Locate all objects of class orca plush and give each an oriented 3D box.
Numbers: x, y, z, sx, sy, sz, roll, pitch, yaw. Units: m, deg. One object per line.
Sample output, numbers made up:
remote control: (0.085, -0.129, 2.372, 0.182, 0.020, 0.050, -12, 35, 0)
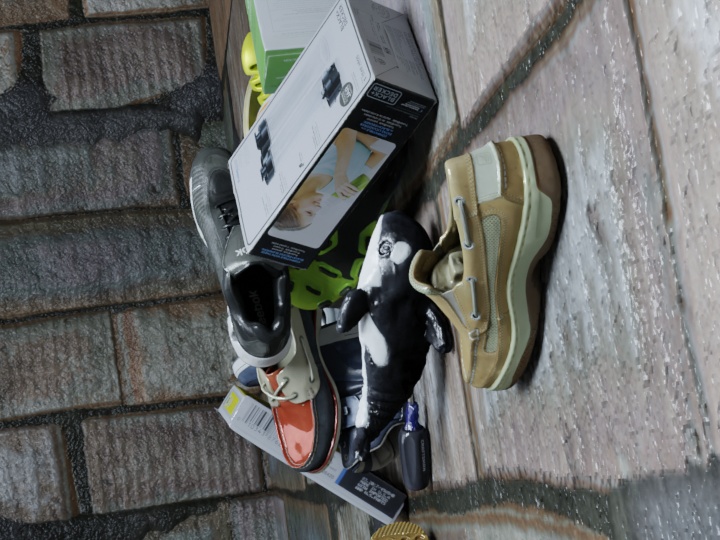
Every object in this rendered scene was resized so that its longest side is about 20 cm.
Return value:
orca plush: (0.034, 0.058, 1.018, 0.071, 0.105, 0.200, 18, 93, 38)

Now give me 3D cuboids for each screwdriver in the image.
screwdriver: (0.047, 0.103, 1.135, 0.028, 0.029, 0.200, -122, 30, -70)

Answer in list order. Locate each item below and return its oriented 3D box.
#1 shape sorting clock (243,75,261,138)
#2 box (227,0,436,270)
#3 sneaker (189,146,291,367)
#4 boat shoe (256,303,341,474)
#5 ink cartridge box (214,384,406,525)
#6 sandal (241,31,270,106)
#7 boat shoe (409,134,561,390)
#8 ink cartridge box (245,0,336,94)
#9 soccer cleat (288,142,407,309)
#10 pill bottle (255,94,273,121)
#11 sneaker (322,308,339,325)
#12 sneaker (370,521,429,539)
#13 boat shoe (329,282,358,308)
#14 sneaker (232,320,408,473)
shape sorting clock: (-0.088, -0.143, 1.486, 0.200, 0.039, 0.200, -10, -90, -69)
box: (-0.029, -0.110, 1.038, 0.200, 0.060, 0.117, -51, 38, 33)
sneaker: (-0.097, -0.019, 1.102, 0.091, 0.066, 0.200, 134, 122, -73)
boat shoe: (-0.066, 0.088, 1.178, 0.063, 0.071, 0.200, 5, -103, -56)
ink cartridge box: (-0.058, 0.190, 1.370, 0.047, 0.198, 0.200, -59, 9, -3)
sandal: (-0.058, -0.173, 1.404, 0.080, 0.087, 0.200, -66, -40, -51)
boat shoe: (0.066, 0.000, 0.770, 0.072, 0.076, 0.200, -107, 13, -45)
ink cartridge box: (-0.057, -0.265, 1.243, 0.059, 0.104, 0.200, 97, 163, -53)
soccer cleat: (-0.012, -0.052, 1.123, 0.084, 0.065, 0.200, -93, 25, -58)
pill bottle: (-0.053, -0.115, 1.248, 0.200, 0.112, 0.112, -86, -3, -54)
sneaker: (-0.013, 0.104, 1.311, 0.070, 0.082, 0.200, 99, 161, -56)
sneaker: (0.053, 0.327, 1.142, 0.090, 0.075, 0.200, 81, -179, -46)
boat shoe: (0.000, 0.000, 1.228, 0.200, 0.072, 0.072, 180, 88, -71)
sneaker: (-0.037, 0.130, 1.244, 0.202, 0.077, 0.146, -17, 81, 37)
